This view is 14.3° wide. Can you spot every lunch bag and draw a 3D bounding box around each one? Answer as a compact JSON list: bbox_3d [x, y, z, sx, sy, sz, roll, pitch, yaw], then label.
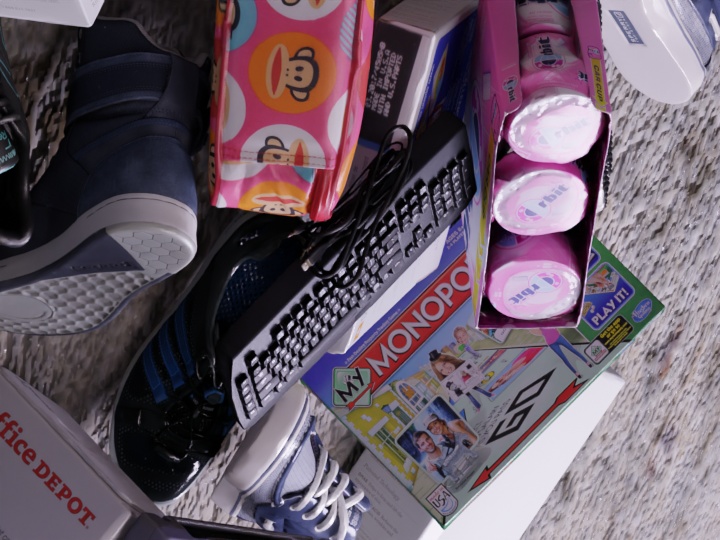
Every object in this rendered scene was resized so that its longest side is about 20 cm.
[{"bbox_3d":[-0.037,-0.139,1.518,0.081,0.176,0.201,7,111,-5],"label":"lunch bag"}]

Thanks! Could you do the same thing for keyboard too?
[{"bbox_3d":[0.000,0.000,1.569,0.200,0.040,0.104,-47,146,-20],"label":"keyboard"}]

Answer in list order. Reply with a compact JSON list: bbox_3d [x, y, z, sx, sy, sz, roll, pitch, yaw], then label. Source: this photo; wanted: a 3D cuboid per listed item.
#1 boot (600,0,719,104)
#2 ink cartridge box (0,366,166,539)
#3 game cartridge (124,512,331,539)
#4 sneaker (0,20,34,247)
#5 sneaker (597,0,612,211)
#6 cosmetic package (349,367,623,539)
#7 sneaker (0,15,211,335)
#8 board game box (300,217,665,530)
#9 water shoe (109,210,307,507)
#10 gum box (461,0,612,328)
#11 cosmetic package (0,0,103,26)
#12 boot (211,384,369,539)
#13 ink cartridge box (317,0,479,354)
[{"bbox_3d":[0.174,-0.197,1.776,0.091,0.072,0.200,-62,144,-22],"label":"boot"},{"bbox_3d":[-0.214,0.179,1.638,0.200,0.145,0.084,-50,146,1],"label":"ink cartridge box"},{"bbox_3d":[-0.094,0.205,1.647,0.200,0.038,0.130,16,107,-58],"label":"game cartridge"},{"bbox_3d":[-0.198,-0.097,1.454,0.075,0.079,0.201,-29,139,-23],"label":"sneaker"},{"bbox_3d":[0.111,-0.112,1.760,0.201,0.079,0.074,83,15,-44],"label":"sneaker"},{"bbox_3d":[0.074,0.124,1.935,0.113,0.081,0.201,19,107,-53],"label":"cosmetic package"},{"bbox_3d":[-0.149,-0.052,1.551,0.077,0.147,0.202,20,151,-35],"label":"sneaker"},{"bbox_3d":[0.078,0.048,1.835,0.200,0.135,0.029,-45,172,-5],"label":"board game box"},{"bbox_3d":[-0.091,0.054,1.694,0.071,0.079,0.201,24,100,-13],"label":"water shoe"},{"bbox_3d":[0.100,-0.073,1.658,0.066,0.114,0.201,-1,140,-5],"label":"gum box"},{"bbox_3d":[-0.165,-0.221,1.335,0.201,0.081,0.113,72,33,-48],"label":"cosmetic package"},{"bbox_3d":[-0.032,0.125,1.743,0.073,0.090,0.200,-59,180,-14],"label":"boot"},{"bbox_3d":[0.027,-0.071,1.693,0.200,0.047,0.199,-47,153,-69],"label":"ink cartridge box"}]
